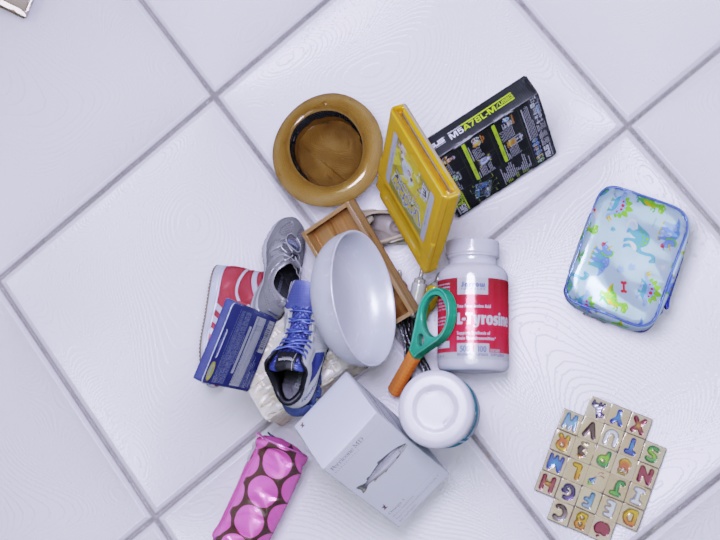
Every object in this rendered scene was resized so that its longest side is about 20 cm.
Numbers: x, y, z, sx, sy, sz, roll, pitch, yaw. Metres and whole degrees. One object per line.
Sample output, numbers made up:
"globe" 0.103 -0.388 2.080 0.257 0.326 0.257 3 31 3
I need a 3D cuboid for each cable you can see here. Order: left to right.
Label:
"cable" 0.077 0.097 1.714 0.096 0.050 0.203 3 83 10

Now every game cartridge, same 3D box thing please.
"game cartridge" 0.080 -0.118 1.610 0.032 0.201 0.177 -19 62 -20

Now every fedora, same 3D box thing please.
"fedora" -0.046 -0.187 1.761 0.198 0.082 0.203 -6 72 17

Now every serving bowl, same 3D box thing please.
"serving bowl" -0.020 0.045 1.592 0.065 0.199 0.203 -10 79 27

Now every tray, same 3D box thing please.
"tray" 0.000 0.000 1.702 0.098 0.037 0.201 -32 89 25

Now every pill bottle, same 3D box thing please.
"pill bottle" 0.122 0.210 1.612 0.109 0.200 0.112 -2 80 9
"pill bottle" 0.174 0.056 1.670 0.111 0.112 0.203 -1 82 10

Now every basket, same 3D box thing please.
"basket" -0.091 0.138 1.702 0.199 0.123 0.136 -34 77 4

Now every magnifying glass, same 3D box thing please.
"magnifying glass" 0.092 0.114 1.667 0.080 0.022 0.201 58 133 44

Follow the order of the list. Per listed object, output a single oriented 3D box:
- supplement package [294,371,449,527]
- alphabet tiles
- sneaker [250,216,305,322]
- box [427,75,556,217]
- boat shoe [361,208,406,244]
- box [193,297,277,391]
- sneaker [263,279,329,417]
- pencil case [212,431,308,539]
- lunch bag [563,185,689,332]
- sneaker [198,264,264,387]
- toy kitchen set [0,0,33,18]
"supplement package" 0.018 0.268 1.611 0.117 0.200 0.117 -45 36 2
"alphabet tiles" 0.366 0.304 1.652 0.165 0.006 0.202 21 86 12
"sneaker" -0.114 -0.005 1.720 0.082 0.074 0.202 -32 39 45
"box" 0.199 -0.185 1.657 0.192 0.200 0.048 -31 63 6
"boat shoe" 0.007 -0.067 1.744 0.197 0.065 0.073 -5 81 10
"box" -0.183 0.108 1.559 0.032 0.200 0.122 21 86 14
"sneaker" -0.087 0.113 1.582 0.079 0.115 0.202 6 82 11
"pencil case" -0.163 0.360 1.703 0.093 0.091 0.202 26 84 -22
"lunch bag" 0.409 -0.015 1.652 0.159 0.082 0.202 20 86 14
"sneaker" -0.195 0.092 1.755 0.111 0.071 0.203 3 80 14
"toy kitchen set" -0.676 -0.573 1.944 0.198 0.180 0.165 23 89 -27
